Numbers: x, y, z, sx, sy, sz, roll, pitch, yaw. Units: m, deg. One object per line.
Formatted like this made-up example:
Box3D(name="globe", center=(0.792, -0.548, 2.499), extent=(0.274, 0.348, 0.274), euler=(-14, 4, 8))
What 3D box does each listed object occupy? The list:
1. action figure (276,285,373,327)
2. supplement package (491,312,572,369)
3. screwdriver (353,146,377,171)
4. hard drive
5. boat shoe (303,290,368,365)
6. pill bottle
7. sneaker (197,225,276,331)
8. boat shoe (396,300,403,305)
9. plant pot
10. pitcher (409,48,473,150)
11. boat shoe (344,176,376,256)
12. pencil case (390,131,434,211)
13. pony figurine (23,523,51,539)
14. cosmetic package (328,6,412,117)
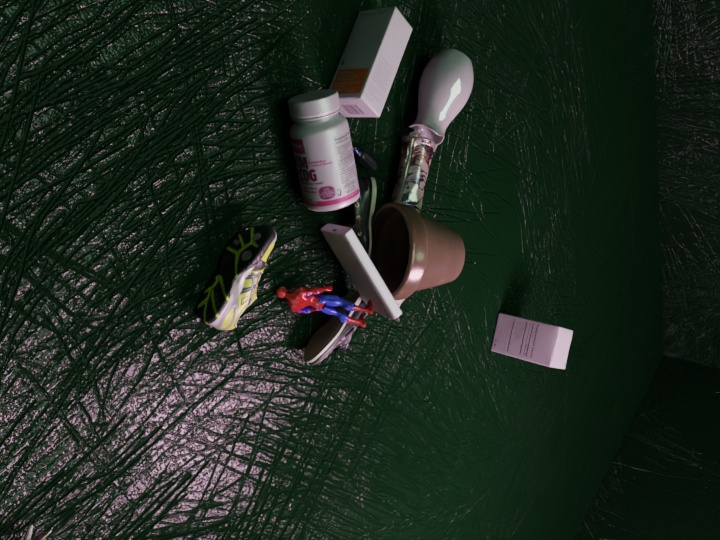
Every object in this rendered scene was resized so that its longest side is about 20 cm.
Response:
Box3D(name="action figure", center=(-0.074, 0.064, 1.297), extent=(0.196, 0.052, 0.066), euler=(14, 129, -26))
Box3D(name="supplement package", center=(0.515, 0.211, 1.974), extent=(0.120, 0.197, 0.123), euler=(16, 87, -51))
Box3D(name="screwdriver", center=(-0.024, -0.261, 1.344), extent=(0.199, 0.027, 0.030), euler=(39, 39, -47))
Box3D(name="hard drive", center=(0.000, 0.000, 1.312), extent=(0.026, 0.131, 0.202), euler=(-36, 110, -15))
Box3D(name="boat shoe", center=(-0.045, 0.133, 1.375), extent=(0.067, 0.073, 0.201), euler=(57, 46, -26))
Box3D(name="pill bottle", center=(-0.070, -0.224, 1.227), extent=(0.113, 0.112, 0.204), euler=(-33, 122, -41))
Box3D(name="sneaker", center=(-0.209, 0.012, 1.157), extent=(0.202, 0.075, 0.076), euler=(-57, 144, -10))
Box3D(name="boat shoe", center=(0.122, 0.005, 1.537), extent=(0.075, 0.085, 0.205), euler=(42, 66, -46))
Box3D(name="plant pot", center=(0.124, -0.034, 1.401), extent=(0.171, 0.199, 0.206), euler=(4, 96, -30))
Box3D(name="pitcher", center=(0.185, -0.385, 1.514), extent=(0.172, 0.119, 0.204), euler=(56, 54, -76))
Box3D(name="boat shoe", center=(-0.006, -0.096, 1.381), extent=(0.062, 0.074, 0.206), euler=(-3, 115, -13))
Box3D(name="pencil case", center=(0.111, -0.204, 1.480), extent=(0.089, 0.076, 0.205), euler=(14, 88, -72))
Box3D(name="pony figurine", center=(-0.489, 0.460, 0.874), extent=(0.197, 0.165, 0.198), euler=(-21, 108, -29))
Box3D(name="cosmetic package", center=(0.017, -0.410, 1.300), extent=(0.071, 0.100, 0.204), euler=(33, 73, -47))
